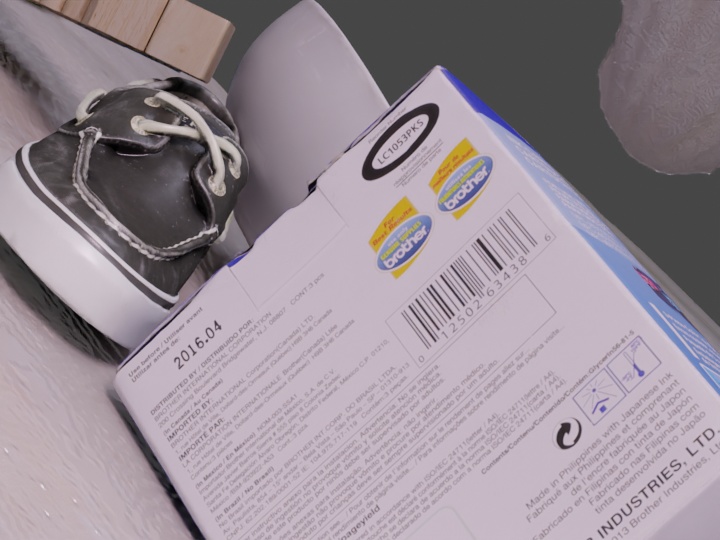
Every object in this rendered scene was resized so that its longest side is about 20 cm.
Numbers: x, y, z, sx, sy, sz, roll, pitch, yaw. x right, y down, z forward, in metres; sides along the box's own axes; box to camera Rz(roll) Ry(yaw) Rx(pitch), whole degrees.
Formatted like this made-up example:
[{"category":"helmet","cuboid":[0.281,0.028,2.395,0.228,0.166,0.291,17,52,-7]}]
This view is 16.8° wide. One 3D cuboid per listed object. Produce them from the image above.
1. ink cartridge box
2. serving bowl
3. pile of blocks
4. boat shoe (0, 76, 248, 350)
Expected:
[{"category":"ink cartridge box","cuboid":[0.022,0.039,0.676,0.076,0.136,0.200,39,11,-49]},{"category":"serving bowl","cuboid":[0.000,0.000,0.920,0.200,0.066,0.200,62,-3,6]},{"category":"pile of blocks","cuboid":[-0.100,-0.124,0.924,0.200,0.062,0.082,28,3,43]},{"category":"boat shoe","cuboid":[-0.074,-0.031,0.793,0.071,0.064,0.200,44,8,-10]}]
